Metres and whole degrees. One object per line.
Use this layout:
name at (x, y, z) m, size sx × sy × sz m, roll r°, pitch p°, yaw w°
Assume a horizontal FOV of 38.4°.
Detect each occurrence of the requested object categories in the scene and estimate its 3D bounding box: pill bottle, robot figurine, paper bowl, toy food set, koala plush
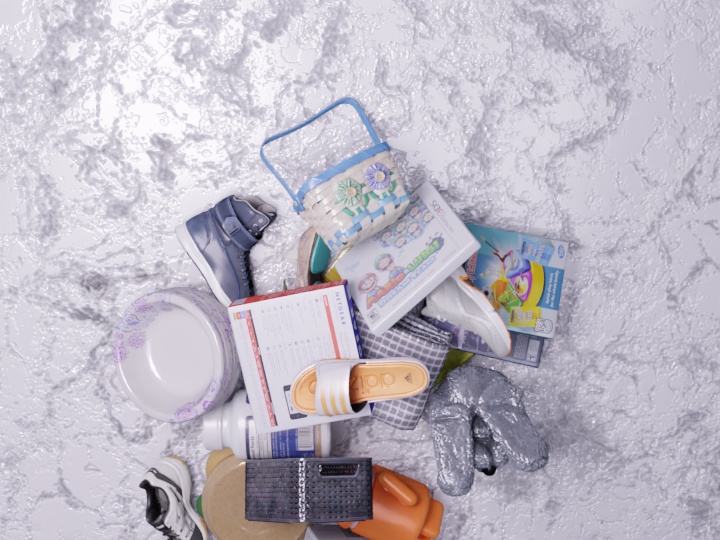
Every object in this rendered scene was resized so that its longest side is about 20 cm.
pill bottle at (-0.146, 0.243, 1.637) m, size 0.198 × 0.111 × 0.112 m, roll 0°, pitch 104°, yaw -1°
robot figurine at (0.035, 0.378, 1.673) m, size 0.199 × 0.144 × 0.117 m, roll 23°, pitch 86°, yaw -7°
paper bowl at (-0.271, 0.125, 1.587) m, size 0.199 × 0.104 × 0.202 m, roll 3°, pitch 97°, yaw 25°
toy food set at (-0.170, 0.383, 1.703) m, size 0.199 × 0.049 × 0.199 m, roll 12°, pitch 103°, yaw -5°
koala plush at (0.188, 0.250, 1.617) m, size 0.176 × 0.200 × 0.185 m, roll -18°, pitch 73°, yaw 3°

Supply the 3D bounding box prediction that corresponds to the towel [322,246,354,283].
towel at (0.000, 0.000, 1.630) m, size 0.086 × 0.018 × 0.200 m, roll 34°, pitch 100°, yaw -10°

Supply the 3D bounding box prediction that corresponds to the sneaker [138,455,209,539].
sneaker at (-0.310, 0.407, 1.676) m, size 0.075 × 0.088 × 0.201 m, roll -11°, pitch 101°, yaw 31°

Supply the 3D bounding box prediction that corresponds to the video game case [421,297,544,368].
video game case at (0.199, 0.063, 1.630) m, size 0.199 × 0.019 × 0.144 m, roll 13°, pitch 86°, yaw -4°

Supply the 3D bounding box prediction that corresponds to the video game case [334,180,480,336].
video game case at (0.064, -0.022, 1.534) m, size 0.200 × 0.182 × 0.024 m, roll -42°, pitch 128°, yaw 9°

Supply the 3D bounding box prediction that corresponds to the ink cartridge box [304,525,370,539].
ink cartridge box at (-0.056, 0.525, 1.721) m, size 0.108 × 0.050 × 0.201 m, roll 8°, pitch 105°, yaw -28°

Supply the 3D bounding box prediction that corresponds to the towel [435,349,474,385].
towel at (0.098, 0.153, 1.662) m, size 0.200 × 0.018 × 0.086 m, roll -39°, pitch 102°, yaw 7°

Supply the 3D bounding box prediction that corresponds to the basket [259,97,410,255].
basket at (-0.029, -0.143, 1.526) m, size 0.176 × 0.139 × 0.200 m, roll -33°, pitch 79°, yaw -20°

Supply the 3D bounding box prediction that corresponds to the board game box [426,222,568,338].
board game box at (0.211, 0.014, 1.601) m, size 0.199 × 0.047 × 0.152 m, roll 10°, pitch 85°, yaw -5°

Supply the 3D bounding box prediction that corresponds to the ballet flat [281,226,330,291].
ballet flat at (-0.089, 0.003, 1.602) m, size 0.067 × 0.068 × 0.201 m, roll 11°, pitch 95°, yaw 21°

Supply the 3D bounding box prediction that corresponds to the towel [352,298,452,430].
towel at (0.022, 0.139, 1.586) m, size 0.199 × 0.086 × 0.166 m, roll 21°, pitch 112°, yaw 1°

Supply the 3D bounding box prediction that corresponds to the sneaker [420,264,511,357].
sneaker at (0.144, 0.057, 1.539) m, size 0.092 × 0.076 × 0.200 m, roll -38°, pitch 83°, yaw 1°

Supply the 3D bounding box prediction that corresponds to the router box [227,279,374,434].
router box at (-0.087, 0.129, 1.530) m, size 0.178 × 0.049 × 0.201 m, roll -10°, pitch 99°, yaw 8°

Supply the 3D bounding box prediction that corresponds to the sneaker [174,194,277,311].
sneaker at (-0.171, -0.020, 1.589) m, size 0.146 × 0.077 × 0.203 m, roll -32°, pitch 101°, yaw 9°

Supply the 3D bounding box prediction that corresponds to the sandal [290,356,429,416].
sandal at (-0.005, 0.163, 1.471) m, size 0.205 × 0.059 × 0.080 m, roll -10°, pitch 99°, yaw 8°

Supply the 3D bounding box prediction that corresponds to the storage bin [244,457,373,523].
storage bin at (-0.081, 0.332, 1.563) m, size 0.134 × 0.200 × 0.094 m, roll 6°, pitch 78°, yaw -30°
